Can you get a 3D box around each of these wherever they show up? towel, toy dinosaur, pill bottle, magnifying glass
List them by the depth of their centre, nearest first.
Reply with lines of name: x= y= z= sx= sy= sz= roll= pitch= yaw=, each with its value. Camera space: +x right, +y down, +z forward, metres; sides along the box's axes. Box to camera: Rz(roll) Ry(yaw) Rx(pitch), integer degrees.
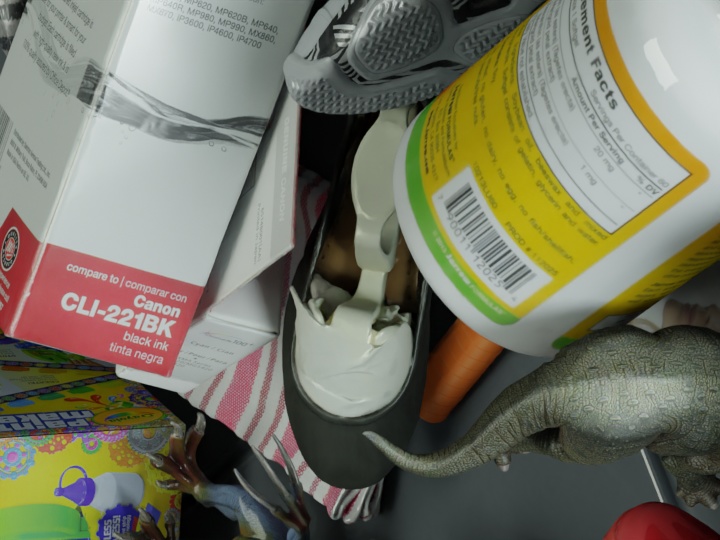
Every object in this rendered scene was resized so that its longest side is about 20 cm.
pill bottle: x=0.109 y=-0.060 z=0.876 sx=0.200 sy=0.111 sz=0.112 roll=-39 pitch=64 yaw=44
toy dinosaur: x=0.104 y=0.045 z=0.890 sx=0.102 sy=0.198 sz=0.078 roll=127 pitch=153 yaw=-67
magnifying glass: x=0.073 y=0.001 z=1.065 sx=0.200 sy=0.022 sz=0.080 roll=-52 pitch=55 yaw=42
toy dinosaur: x=-0.033 y=0.140 z=1.169 sx=0.181 sy=0.200 sz=0.105 roll=31 pitch=90 yaw=33
towel: x=-0.043 y=0.020 z=1.219 sx=0.200 sy=0.030 sz=0.147 roll=31 pitch=119 yaw=48

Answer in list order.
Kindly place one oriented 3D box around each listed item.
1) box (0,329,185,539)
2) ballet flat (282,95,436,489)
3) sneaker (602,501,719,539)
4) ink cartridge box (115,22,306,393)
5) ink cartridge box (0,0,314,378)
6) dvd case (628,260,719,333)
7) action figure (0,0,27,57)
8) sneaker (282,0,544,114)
box: x=-0.185 y=0.152 z=1.329 sx=0.192 sy=0.121 sz=0.202 roll=-147 pitch=58 yaw=-62
ballet flat: x=0.000 y=0.000 z=1.089 sx=0.067 sy=0.068 sz=0.202 roll=9 pitch=95 yaw=10
sneaker: x=0.177 y=0.125 z=0.892 sx=0.200 sy=0.078 sz=0.116 roll=42 pitch=129 yaw=27
ink cartridge box: x=-0.051 y=-0.065 z=1.149 sx=0.176 sy=0.044 sz=0.201 roll=-33 pitch=48 yaw=53
ink cartridge box: x=-0.105 y=-0.076 z=1.116 sx=0.201 sy=0.083 sz=0.144 roll=-69 pitch=26 yaw=12
dvd case: x=0.166 y=0.012 z=0.922 sx=0.200 sy=0.017 sz=0.144 roll=33 pitch=121 yaw=41
action figure: x=-0.183 y=-0.089 z=1.341 sx=0.199 sy=0.104 sz=0.195 roll=19 pitch=101 yaw=49
sneaker: x=0.036 y=-0.156 z=1.023 sx=0.200 sy=0.075 sz=0.115 roll=-38 pitch=57 yaw=26
